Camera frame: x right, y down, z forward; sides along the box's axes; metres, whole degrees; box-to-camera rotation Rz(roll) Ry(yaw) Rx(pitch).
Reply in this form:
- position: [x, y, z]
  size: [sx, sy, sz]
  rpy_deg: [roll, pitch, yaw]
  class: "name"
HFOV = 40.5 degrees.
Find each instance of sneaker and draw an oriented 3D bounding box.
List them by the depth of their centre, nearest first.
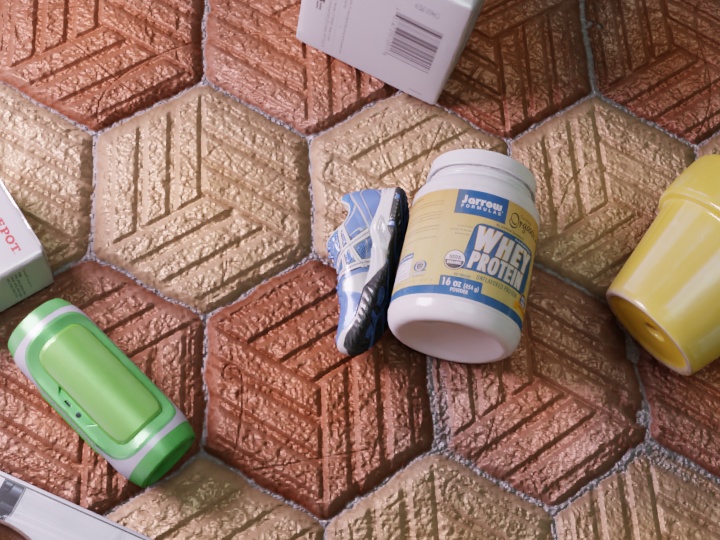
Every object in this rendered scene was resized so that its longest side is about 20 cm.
- position: [0.000, 0.000, 1.090]
  size: [0.076, 0.076, 0.202]
  rpy_deg: [6, 66, 17]
  class: "sneaker"

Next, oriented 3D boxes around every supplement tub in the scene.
- position: [0.116, -0.015, 1.065]
  size: [0.143, 0.145, 0.202]
  rpy_deg: [15, 68, -3]
  class: "supplement tub"

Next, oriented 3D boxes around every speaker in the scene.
- position: [-0.261, 0.123, 0.985]
  size: [0.200, 0.089, 0.088]
  rpy_deg: [43, 69, 8]
  class: "speaker"

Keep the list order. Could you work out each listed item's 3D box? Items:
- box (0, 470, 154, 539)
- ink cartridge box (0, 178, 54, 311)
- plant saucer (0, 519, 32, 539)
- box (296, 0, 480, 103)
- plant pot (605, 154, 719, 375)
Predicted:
- position: [-0.308, 0.275, 0.931]
  size: [0.199, 0.060, 0.117]
  rpy_deg: [25, 67, 1]
  class: "box"
- position: [-0.441, -0.010, 1.006]
  size: [0.199, 0.084, 0.145]
  rpy_deg: [-32, 76, -18]
  class: "ink cartridge box"
- position: [-0.359, 0.314, 0.847]
  size: [0.198, 0.037, 0.202]
  rpy_deg: [3, 62, -7]
  class: "plant saucer"
- position: [0.045, -0.333, 1.138]
  size: [0.199, 0.199, 0.131]
  rpy_deg: [26, 67, 2]
  class: "box"
- position: [0.385, 0.007, 1.086]
  size: [0.189, 0.201, 0.201]
  rpy_deg: [-43, 80, -5]
  class: "plant pot"
